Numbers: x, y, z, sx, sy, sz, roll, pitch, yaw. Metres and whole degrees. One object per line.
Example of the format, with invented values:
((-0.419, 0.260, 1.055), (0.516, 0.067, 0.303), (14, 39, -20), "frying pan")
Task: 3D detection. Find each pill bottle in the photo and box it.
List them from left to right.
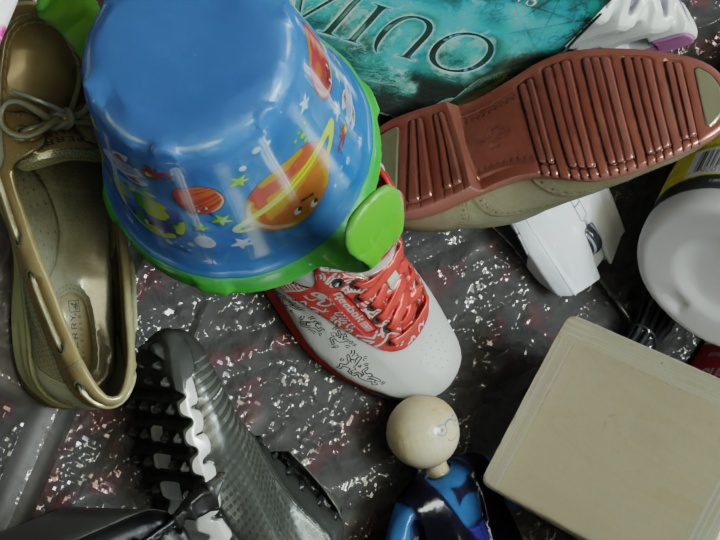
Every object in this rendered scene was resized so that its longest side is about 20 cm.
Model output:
((0.243, -0.059, 1.219), (0.114, 0.114, 0.200), (49, 49, -20), "pill bottle")

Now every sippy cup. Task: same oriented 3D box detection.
((-0.065, -0.073, 0.964), (0.177, 0.130, 0.140), (1, 71, 10), "sippy cup")

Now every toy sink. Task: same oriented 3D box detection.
((0.186, 0.125, 1.116), (0.130, 0.200, 0.112), (33, 83, -49), "toy sink")

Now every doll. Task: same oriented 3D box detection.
((0.064, 0.158, 1.160), (0.136, 0.048, 0.201), (-35, 106, -38), "doll")

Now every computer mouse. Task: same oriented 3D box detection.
((0.118, -0.025, 1.203), (0.200, 0.044, 0.110), (47, 67, -21), "computer mouse")

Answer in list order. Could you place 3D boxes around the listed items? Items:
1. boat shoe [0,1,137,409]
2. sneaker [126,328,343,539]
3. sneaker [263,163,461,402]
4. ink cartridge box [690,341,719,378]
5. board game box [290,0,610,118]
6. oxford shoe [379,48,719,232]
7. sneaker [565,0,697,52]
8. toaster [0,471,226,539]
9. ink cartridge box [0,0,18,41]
((-0.143, -0.032, 1.037), (0.073, 0.063, 0.202), (-5, 90, -31), "boat shoe")
((-0.056, 0.116, 1.084), (0.090, 0.066, 0.201), (-24, 104, -32), "sneaker")
((-0.001, 0.000, 1.094), (0.201, 0.108, 0.067), (45, 68, -22), "sneaker")
((0.299, 0.049, 1.285), (0.144, 0.084, 0.200), (44, 67, -21), "ink cartridge box")
((0.015, -0.135, 1.073), (0.199, 0.135, 0.028), (13, 49, -33), "board game box")
((0.099, -0.066, 1.126), (0.074, 0.199, 0.071), (47, 35, -66), "oxford shoe")
((0.110, -0.175, 1.177), (0.200, 0.080, 0.089), (9, 73, -49), "sneaker")
((-0.143, 0.212, 0.994), (0.199, 0.118, 0.182), (-22, 100, -29), "toaster")
((-0.216, -0.096, 0.966), (0.068, 0.115, 0.201), (26, 75, -27), "ink cartridge box")
